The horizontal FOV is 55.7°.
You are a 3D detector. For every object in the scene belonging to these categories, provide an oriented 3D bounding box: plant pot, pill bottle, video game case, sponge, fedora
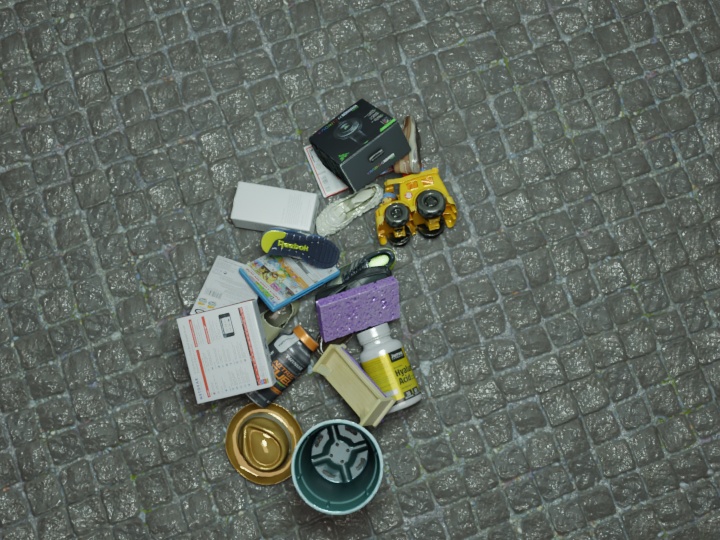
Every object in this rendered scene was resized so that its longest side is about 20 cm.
[{"bbox_3d":[-0.051,0.433,1.559,0.199,0.196,0.201,0,84,-1],"label":"plant pot"},{"bbox_3d":[-0.192,0.222,1.623,0.200,0.106,0.106,-45,86,-3],"label":"pill bottle"},{"bbox_3d":[-0.028,-0.285,1.738,0.199,0.017,0.144,-22,84,-4],"label":"video game case"},{"bbox_3d":[0.063,0.233,1.631,0.111,0.111,0.201,-22,84,-4],"label":"pill bottle"},{"bbox_3d":[-0.003,0.090,1.589,0.199,0.030,0.112,-18,128,-18],"label":"sponge"},{"bbox_3d":[-0.170,0.003,1.635,0.200,0.018,0.143,-29,62,-30],"label":"video game case"},{"bbox_3d":[-0.230,0.412,1.614,0.200,0.082,0.202,0,82,-2],"label":"fedora"}]

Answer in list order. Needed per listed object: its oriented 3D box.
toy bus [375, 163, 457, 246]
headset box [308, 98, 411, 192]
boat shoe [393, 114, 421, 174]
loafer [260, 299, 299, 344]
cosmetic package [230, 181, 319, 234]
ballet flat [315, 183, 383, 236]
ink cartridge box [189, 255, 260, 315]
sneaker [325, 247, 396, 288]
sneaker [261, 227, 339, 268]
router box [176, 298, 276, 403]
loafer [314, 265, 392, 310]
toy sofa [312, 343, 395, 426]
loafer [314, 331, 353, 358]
[{"bbox_3d":[0.118,-0.178,1.680,0.199,0.136,0.193,-16,67,-1],"label":"toy bus"},{"bbox_3d":[0.000,-0.299,1.631,0.174,0.093,0.200,-37,41,-5],"label":"headset box"},{"bbox_3d":[0.110,-0.314,1.687,0.071,0.076,0.201,-10,44,14],"label":"boat shoe"},{"bbox_3d":[-0.228,0.136,1.655,0.076,0.068,0.200,39,83,3],"label":"loafer"},{"bbox_3d":[-0.209,-0.148,1.681,0.199,0.074,0.102,10,75,4],"label":"cosmetic package"},{"bbox_3d":[-0.031,-0.160,1.700,0.200,0.072,0.072,-35,85,-5],"label":"ballet flat"},{"bbox_3d":[-0.318,0.081,1.626,0.136,0.076,0.201,19,61,2],"label":"ink cartridge box"},{"bbox_3d":[0.000,0.000,1.672,0.200,0.081,0.074,-33,85,-5],"label":"sneaker"},{"bbox_3d":[-0.144,-0.061,1.629,0.199,0.082,0.074,17,97,-21],"label":"sneaker"},{"bbox_3d":[-0.302,0.181,1.541,0.179,0.049,0.201,-13,92,3],"label":"router box"},{"bbox_3d":[-0.016,0.051,1.617,0.200,0.071,0.068,-24,123,11],"label":"loafer"},{"bbox_3d":[-0.009,0.265,1.590,0.200,0.097,0.083,45,108,30],"label":"toy sofa"},{"bbox_3d":[-0.043,0.131,1.660,0.073,0.071,0.200,38,84,3],"label":"loafer"}]
